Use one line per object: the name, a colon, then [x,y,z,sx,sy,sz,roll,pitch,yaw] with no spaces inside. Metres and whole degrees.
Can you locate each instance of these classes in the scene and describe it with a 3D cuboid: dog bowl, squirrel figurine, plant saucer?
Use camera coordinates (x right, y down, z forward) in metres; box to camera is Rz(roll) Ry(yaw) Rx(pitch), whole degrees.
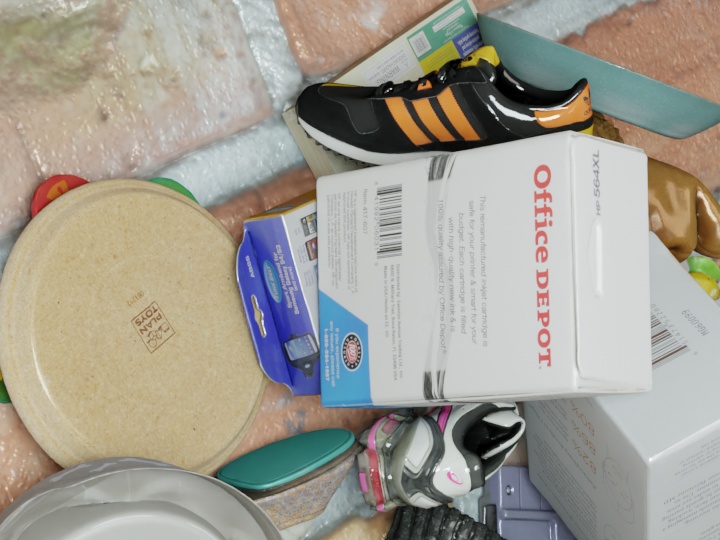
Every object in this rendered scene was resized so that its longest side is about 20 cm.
dog bowl: [-0.135,0.197,0.974,0.198,0.059,0.202,-6,104,-22]
squirrel figurine: [0.149,-0.015,1.240,0.187,0.141,0.201,-45,109,-38]
plant saucer: [0.171,-0.136,1.253,0.199,0.200,0.036,14,101,-36]

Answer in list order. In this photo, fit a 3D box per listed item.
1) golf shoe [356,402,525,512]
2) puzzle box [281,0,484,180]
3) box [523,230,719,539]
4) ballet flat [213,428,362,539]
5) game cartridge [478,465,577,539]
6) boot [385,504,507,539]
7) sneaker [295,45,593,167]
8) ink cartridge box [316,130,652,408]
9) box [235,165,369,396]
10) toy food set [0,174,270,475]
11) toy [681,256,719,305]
golf shoe: [0.074,0.107,1.163,0.200,0.091,0.073,-42,125,-60]
puzzle box: [0.043,-0.101,1.251,0.200,0.025,0.134,-38,104,-38]
box: [0.186,0.106,1.117,0.106,0.153,0.201,-26,140,-13]
ballet flat: [-0.079,0.158,1.080,0.199,0.068,0.068,-19,110,-34]
game cartridge: [0.143,0.244,1.255,0.129,0.038,0.202,6,76,-34]
boot: [0.078,0.268,1.161,0.211,0.079,0.158,44,57,-20]
sneaker: [0.057,-0.111,1.134,0.070,0.198,0.091,-58,161,-60]
ink cartridge box: [0.071,0.006,1.037,0.084,0.199,0.147,7,80,-48]
box: [0.000,0.000,1.136,0.200,0.041,0.120,-28,106,-49]
toy food set: [-0.138,0.036,1.059,0.198,0.048,0.201,45,56,-23]
toy: [0.253,0.074,1.353,0.114,0.047,0.201,25,49,-8]
